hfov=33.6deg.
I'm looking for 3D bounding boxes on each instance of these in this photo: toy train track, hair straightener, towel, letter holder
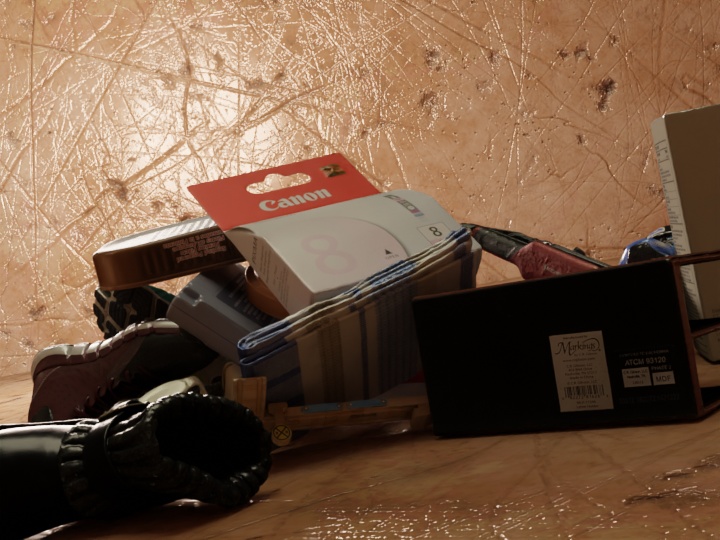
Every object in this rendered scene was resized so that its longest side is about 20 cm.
[{"bbox_3d":[-0.039,0.117,0.864,0.200,0.033,0.115,-5,-36,-11],"label":"toy train track"},{"bbox_3d":[0.151,-0.006,1.007,0.077,0.041,0.200,8,7,-37],"label":"hair straightener"},{"bbox_3d":[0.002,0.055,0.898,0.200,0.024,0.147,-27,-34,-16],"label":"towel"},{"bbox_3d":[0.162,0.048,0.836,0.200,0.101,0.142,-10,-1,38],"label":"letter holder"}]

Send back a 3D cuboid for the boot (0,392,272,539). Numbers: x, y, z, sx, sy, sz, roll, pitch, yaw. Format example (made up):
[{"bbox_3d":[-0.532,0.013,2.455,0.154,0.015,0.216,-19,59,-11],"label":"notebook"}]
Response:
[{"bbox_3d":[-0.175,0.125,0.733,0.158,0.080,0.211,-10,1,44],"label":"boot"}]

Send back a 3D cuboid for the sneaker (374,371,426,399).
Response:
[{"bbox_3d":[0.066,0.053,1.054,0.200,0.116,0.078,-11,1,7],"label":"sneaker"}]

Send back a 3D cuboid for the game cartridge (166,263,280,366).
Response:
[{"bbox_3d":[-0.087,0.046,1.025,0.133,0.041,0.200,29,9,-1],"label":"game cartridge"}]

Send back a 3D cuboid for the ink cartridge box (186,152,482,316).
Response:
[{"bbox_3d":[-0.024,-0.043,0.961,0.162,0.200,0.057,-16,-40,-32],"label":"ink cartridge box"}]

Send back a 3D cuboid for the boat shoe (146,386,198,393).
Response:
[{"bbox_3d":[-0.133,0.111,1.128,0.061,0.072,0.201,-25,-11,42],"label":"boat shoe"}]

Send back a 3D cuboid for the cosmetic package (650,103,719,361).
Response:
[{"bbox_3d":[0.302,-0.035,0.973,0.087,0.200,0.103,-12,2,9],"label":"cosmetic package"}]

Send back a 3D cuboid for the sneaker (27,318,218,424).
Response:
[{"bbox_3d":[-0.207,0.115,1.019,0.200,0.116,0.076,-15,-37,30],"label":"sneaker"}]

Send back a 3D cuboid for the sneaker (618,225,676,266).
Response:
[{"bbox_3d":[0.280,-0.001,1.123,0.079,0.089,0.200,-18,-20,20],"label":"sneaker"}]

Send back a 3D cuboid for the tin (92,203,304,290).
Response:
[{"bbox_3d":[-0.135,-0.025,1.043,0.200,0.042,0.112,-14,6,0],"label":"tin"}]

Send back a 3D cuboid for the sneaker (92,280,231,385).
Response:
[{"bbox_3d":[-0.155,0.061,1.097,0.200,0.078,0.080,25,20,11],"label":"sneaker"}]

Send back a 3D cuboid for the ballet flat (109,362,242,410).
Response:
[{"bbox_3d":[-0.119,0.113,0.979,0.200,0.072,0.072,-13,2,-29],"label":"ballet flat"}]

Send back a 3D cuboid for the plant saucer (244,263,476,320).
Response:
[{"bbox_3d":[0.000,0.000,1.029,0.200,0.032,0.200,0,19,0],"label":"plant saucer"}]
